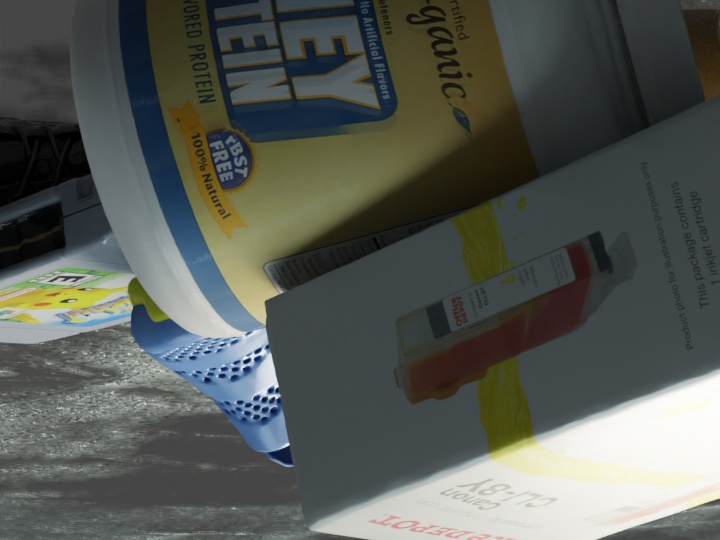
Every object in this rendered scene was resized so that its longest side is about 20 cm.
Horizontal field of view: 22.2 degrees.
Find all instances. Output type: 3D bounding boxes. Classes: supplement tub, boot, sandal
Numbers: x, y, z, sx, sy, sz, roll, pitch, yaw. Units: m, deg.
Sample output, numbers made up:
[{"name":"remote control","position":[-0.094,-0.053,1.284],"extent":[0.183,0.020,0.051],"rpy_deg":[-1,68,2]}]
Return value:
[{"name":"supplement tub","position":[0.015,-0.067,0.645],"extent":[0.199,0.145,0.145],"rpy_deg":[-15,162,11]},{"name":"boot","position":[-0.118,-0.056,0.845],"extent":[0.174,0.070,0.200],"rpy_deg":[-8,174,27]},{"name":"sandal","position":[-0.042,0.042,0.837],"extent":[0.079,0.087,0.200],"rpy_deg":[-11,167,19]}]

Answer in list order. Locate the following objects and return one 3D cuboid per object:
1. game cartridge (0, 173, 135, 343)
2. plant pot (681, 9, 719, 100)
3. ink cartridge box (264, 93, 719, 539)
[{"name":"game cartridge","position":[-0.133,-0.002,0.855],"extent":[0.200,0.041,0.133],"rpy_deg":[-17,169,36]},{"name":"plant pot","position":[0.072,-0.032,0.780],"extent":[0.199,0.187,0.186],"rpy_deg":[-18,160,20]},{"name":"ink cartridge box","position":[0.092,0.026,0.599],"extent":[0.200,0.084,0.145],"rpy_deg":[-24,155,29]}]
